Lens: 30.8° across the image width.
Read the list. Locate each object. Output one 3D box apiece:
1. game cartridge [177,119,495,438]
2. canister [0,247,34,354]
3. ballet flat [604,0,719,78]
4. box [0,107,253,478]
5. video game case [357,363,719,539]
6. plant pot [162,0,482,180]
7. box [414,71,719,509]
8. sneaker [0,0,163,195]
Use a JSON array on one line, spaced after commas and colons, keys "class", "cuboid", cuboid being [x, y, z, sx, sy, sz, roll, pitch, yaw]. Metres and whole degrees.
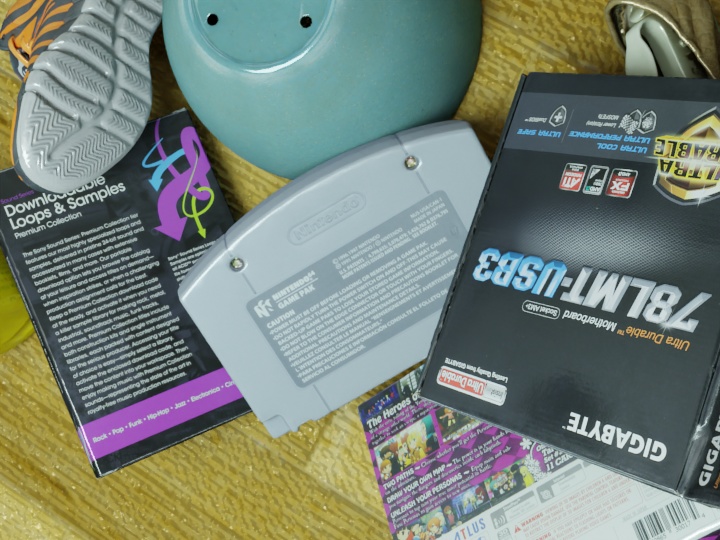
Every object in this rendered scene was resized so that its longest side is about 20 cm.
[{"class": "game cartridge", "cuboid": [0.000, 0.000, 0.782, 0.200, 0.040, 0.133, -30, 113, 3]}, {"class": "canister", "cuboid": [-0.300, -0.034, 0.850, 0.087, 0.149, 0.200, -43, 82, 18]}, {"class": "ballet flat", "cuboid": [0.196, -0.081, 0.742, 0.068, 0.072, 0.200, -35, 79, 57]}, {"class": "box", "cuboid": [-0.138, 0.011, 0.826, 0.143, 0.036, 0.200, -21, 85, -21]}, {"class": "video game case", "cuboid": [0.101, 0.108, 0.739, 0.200, 0.036, 0.182, -35, 50, 22]}, {"class": "plant pot", "cuboid": [-0.037, -0.154, 0.779, 0.200, 0.135, 0.201, 0, 91, 15]}, {"class": "box", "cuboid": [0.133, -0.001, 0.677, 0.200, 0.050, 0.199, 16, 85, 54]}, {"class": "sneaker", "cuboid": [-0.187, -0.122, 0.827, 0.112, 0.078, 0.200, -18, 45, 41]}]
